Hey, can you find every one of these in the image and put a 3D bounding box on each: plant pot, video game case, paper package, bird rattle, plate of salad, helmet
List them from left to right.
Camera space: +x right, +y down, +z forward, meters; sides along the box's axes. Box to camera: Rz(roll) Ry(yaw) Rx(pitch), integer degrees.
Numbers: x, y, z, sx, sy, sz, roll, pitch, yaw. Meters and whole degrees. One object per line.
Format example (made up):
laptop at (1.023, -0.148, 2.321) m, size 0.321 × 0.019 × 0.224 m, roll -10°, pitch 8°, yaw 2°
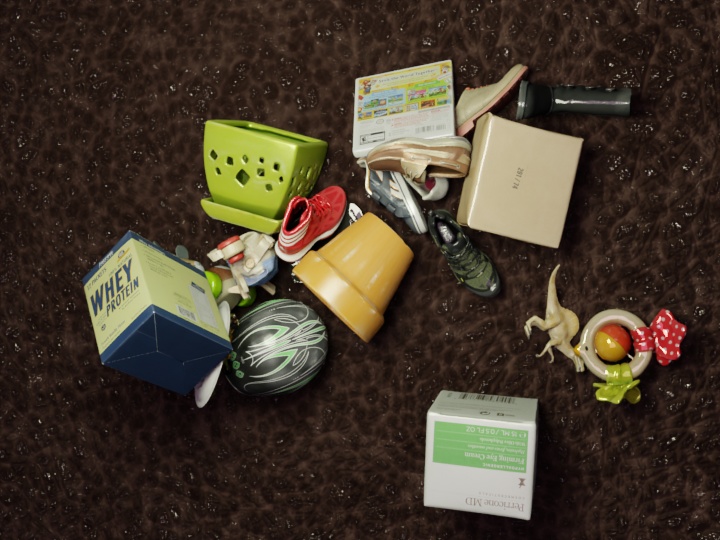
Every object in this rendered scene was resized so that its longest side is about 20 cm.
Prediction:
plate of salad at (-0.272, 0.160, 1.565) m, size 0.047 × 0.200 × 0.205 m, roll 16°, pitch 98°, yaw -20°
plant pot at (-0.193, -0.182, 1.617) m, size 0.195 × 0.199 × 0.186 m, roll 15°, pitch 102°, yaw 13°
helmet at (-0.161, 0.150, 1.627) m, size 0.188 × 0.199 × 0.205 m, roll -23°, pitch 86°, yaw 32°
plant pot at (0.000, 0.000, 1.578) m, size 0.199 × 0.200 × 0.184 m, roll 41°, pitch 85°, yaw 10°
video game case at (0.082, -0.308, 1.575) m, size 0.195 × 0.023 × 0.186 m, roll -8°, pitch 59°, yaw 16°
paper package at (0.286, -0.161, 1.500) m, size 0.186 × 0.103 × 0.205 m, roll 12°, pitch 94°, yaw -6°
bird rattle at (0.477, 0.141, 1.483) m, size 0.162 × 0.112 × 0.202 m, roll 39°, pitch 99°, yaw 17°

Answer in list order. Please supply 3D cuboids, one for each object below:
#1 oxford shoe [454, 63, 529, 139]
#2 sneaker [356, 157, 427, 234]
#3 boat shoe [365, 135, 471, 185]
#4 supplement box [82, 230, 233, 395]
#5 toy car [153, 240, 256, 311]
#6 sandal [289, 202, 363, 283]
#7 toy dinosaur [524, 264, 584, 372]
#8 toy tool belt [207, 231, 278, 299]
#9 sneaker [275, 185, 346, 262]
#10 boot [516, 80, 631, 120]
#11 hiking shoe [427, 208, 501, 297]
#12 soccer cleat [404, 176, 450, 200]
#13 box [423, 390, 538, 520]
oxford shoe at (0.228, -0.325, 1.556) m, size 0.199 × 0.070 × 0.075 m, roll -41°, pitch 76°, yaw 12°
sneaker at (0.060, -0.149, 1.604) m, size 0.078 × 0.078 × 0.204 m, roll -28°, pitch 74°, yaw 10°
boat shoe at (0.104, -0.196, 1.500) m, size 0.194 × 0.076 × 0.074 m, roll -4°, pitch 73°, yaw 13°
supplement box at (-0.359, 0.077, 1.462) m, size 0.134 × 0.199 × 0.202 m, roll -40°, pitch 50°, yaw 13°
toy car at (-0.339, 0.013, 1.687) m, size 0.158 × 0.164 × 0.201 m, roll -44°, pitch 68°, yaw 12°
sandal at (-0.077, -0.058, 1.660) m, size 0.200 × 0.045 × 0.075 m, roll -45°, pitch 80°, yaw 12°
toy dinosaur at (0.359, 0.097, 1.549) m, size 0.099 × 0.058 × 0.205 m, roll -18°, pitch 95°, yaw 0°
toy tool belt at (-0.206, -0.005, 1.576) m, size 0.123 × 0.200 × 0.125 m, roll -28°, pitch 91°, yaw 6°
sneaker at (-0.082, -0.112, 1.568) m, size 0.077 × 0.116 × 0.201 m, roll 32°, pitch 58°, yaw 7°
boot at (0.381, -0.296, 1.469) m, size 0.195 × 0.165 × 0.067 m, roll 11°, pitch 114°, yaw 14°
hiking shoe at (0.188, -0.028, 1.559) m, size 0.076 × 0.100 × 0.201 m, roll -42°, pitch 81°, yaw 13°
soccer cleat at (0.098, -0.222, 1.578) m, size 0.070 × 0.086 × 0.202 m, roll -40°, pitch 81°, yaw 35°
box at (0.224, 0.329, 1.510) m, size 0.193 × 0.200 × 0.177 m, roll 3°, pitch 95°, yaw 14°
